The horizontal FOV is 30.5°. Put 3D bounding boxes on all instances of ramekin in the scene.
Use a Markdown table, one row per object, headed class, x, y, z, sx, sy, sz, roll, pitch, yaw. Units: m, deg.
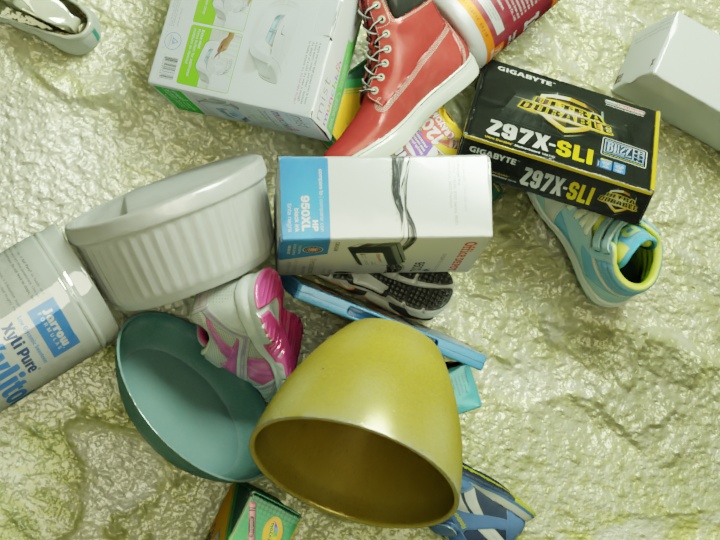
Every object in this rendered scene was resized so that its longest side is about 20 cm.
| class | x | y | z | sx | sy | sz | roll | pitch | yaw |
| --- | --- | --- | --- | --- | --- | --- | --- | --- | --- |
| ramekin | -0.175 | -0.034 | 1.270 | 0.201 | 0.202 | 0.095 | -22 | 103 | -13 |

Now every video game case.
| class | x | y | z | sx | sy | sz | roll | pitch | yaw |
| --- | --- | --- | --- | --- | --- | --- | --- | --- | --- |
| video game case | 0.019 | 0.049 | 1.331 | 0.199 | 0.143 | 0.018 | 22 | 91 | -11 |

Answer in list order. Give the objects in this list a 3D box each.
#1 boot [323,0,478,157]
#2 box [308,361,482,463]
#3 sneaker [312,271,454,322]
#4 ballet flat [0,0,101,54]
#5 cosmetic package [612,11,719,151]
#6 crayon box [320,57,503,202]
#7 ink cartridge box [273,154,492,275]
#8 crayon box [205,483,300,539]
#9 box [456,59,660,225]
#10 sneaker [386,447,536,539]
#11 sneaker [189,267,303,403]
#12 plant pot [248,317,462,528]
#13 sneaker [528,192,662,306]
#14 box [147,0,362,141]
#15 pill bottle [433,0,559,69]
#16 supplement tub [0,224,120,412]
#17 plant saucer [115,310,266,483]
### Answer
| class | x | y | z | sx | sy | sz | roll | pitch | yaw |
| --- | --- | --- | --- | --- | --- | --- | --- | --- | --- |
| boot | 0.011 | -0.198 | 1.301 | 0.200 | 0.072 | 0.145 | -45 | 116 | -19 |
| box | 0.017 | 0.146 | 1.357 | 0.199 | 0.082 | 0.049 | -17 | 90 | -14 |
| sneaker | 0.000 | 0.000 | 1.369 | 0.199 | 0.080 | 0.074 | 29 | 73 | 8 |
| ballet flat | -0.349 | -0.275 | 1.303 | 0.199 | 0.069 | 0.070 | 23 | 82 | -11 |
| cosmetic package | 0.392 | -0.194 | 1.449 | 0.199 | 0.113 | 0.082 | 28 | 82 | -12 |
| crayon box | 0.043 | -0.125 | 1.389 | 0.119 | 0.058 | 0.200 | -38 | 96 | -13 |
| ink cartridge box | 0.018 | -0.051 | 1.263 | 0.198 | 0.145 | 0.085 | -1 | 77 | -5 |
| crayon box | -0.134 | 0.311 | 1.286 | 0.058 | 0.119 | 0.201 | 27 | 81 | -10 |
| box | 0.206 | -0.137 | 1.366 | 0.199 | 0.050 | 0.160 | 18 | 41 | 2 |
| sneaker | 0.092 | 0.238 | 1.359 | 0.199 | 0.074 | 0.083 | 33 | 92 | -25 |
| sneaker | -0.111 | 0.065 | 1.295 | 0.088 | 0.201 | 0.082 | 1 | 54 | 12 |
| plant pot | 0.011 | 0.130 | 1.233 | 0.199 | 0.200 | 0.143 | 25 | 57 | -10 |
| sneaker | 0.252 | -0.059 | 1.390 | 0.079 | 0.131 | 0.201 | -32 | 92 | -13 |
| box | -0.094 | -0.251 | 1.313 | 0.175 | 0.097 | 0.201 | 13 | 83 | 12 |
| pill bottle | 0.156 | -0.312 | 1.398 | 0.200 | 0.113 | 0.113 | -41 | 96 | -12 |
| supplement tub | -0.344 | 0.060 | 1.252 | 0.199 | 0.132 | 0.132 | -33 | 94 | -12 |
| plant saucer | -0.167 | 0.129 | 1.279 | 0.200 | 0.200 | 0.036 | 45 | 112 | -7 |
